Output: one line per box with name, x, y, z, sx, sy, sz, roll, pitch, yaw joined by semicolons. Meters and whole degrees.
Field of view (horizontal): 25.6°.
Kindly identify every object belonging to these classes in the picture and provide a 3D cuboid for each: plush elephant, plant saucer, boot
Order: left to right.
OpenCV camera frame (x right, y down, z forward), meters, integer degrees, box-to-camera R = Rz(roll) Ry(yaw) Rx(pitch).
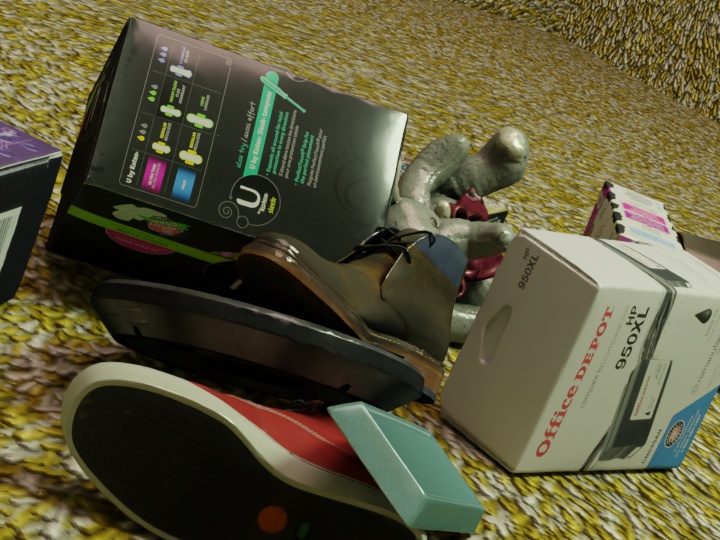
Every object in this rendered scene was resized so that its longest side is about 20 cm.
boot;-0.063;0.090;0.839;0.199;0.073;0.144;27;14;-15
boot;0.000;0.000;0.958;0.074;0.098;0.200;11;-19;35
plant saucer;0.030;0.105;0.841;0.070;0.019;0.200;54;5;16
plush elephant;0.056;-0.021;1.201;0.198;0.166;0.155;-6;2;2

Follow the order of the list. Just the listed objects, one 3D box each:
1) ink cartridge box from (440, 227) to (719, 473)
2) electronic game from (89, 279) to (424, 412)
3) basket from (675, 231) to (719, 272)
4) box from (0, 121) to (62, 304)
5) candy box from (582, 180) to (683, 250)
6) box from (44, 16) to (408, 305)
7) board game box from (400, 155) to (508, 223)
ink cartridge box;0.169;0.059;1.105;0.199;0.146;0.084;5;24;-45
electronic game;-0.059;0.043;0.915;0.198;0.042;0.200;14;-10;3
basket;0.364;0.047;1.445;0.198;0.137;0.180;17;13;-7
box;-0.299;-0.053;0.909;0.199;0.105;0.148;25;17;8
candy box;0.209;0.016;1.314;0.061;0.137;0.200;20;15;-1
box;-0.092;-0.059;1.065;0.198;0.125;0.148;17;-21;-15
board game box;0.048;-0.066;1.542;0.135;0.035;0.200;29;17;20
